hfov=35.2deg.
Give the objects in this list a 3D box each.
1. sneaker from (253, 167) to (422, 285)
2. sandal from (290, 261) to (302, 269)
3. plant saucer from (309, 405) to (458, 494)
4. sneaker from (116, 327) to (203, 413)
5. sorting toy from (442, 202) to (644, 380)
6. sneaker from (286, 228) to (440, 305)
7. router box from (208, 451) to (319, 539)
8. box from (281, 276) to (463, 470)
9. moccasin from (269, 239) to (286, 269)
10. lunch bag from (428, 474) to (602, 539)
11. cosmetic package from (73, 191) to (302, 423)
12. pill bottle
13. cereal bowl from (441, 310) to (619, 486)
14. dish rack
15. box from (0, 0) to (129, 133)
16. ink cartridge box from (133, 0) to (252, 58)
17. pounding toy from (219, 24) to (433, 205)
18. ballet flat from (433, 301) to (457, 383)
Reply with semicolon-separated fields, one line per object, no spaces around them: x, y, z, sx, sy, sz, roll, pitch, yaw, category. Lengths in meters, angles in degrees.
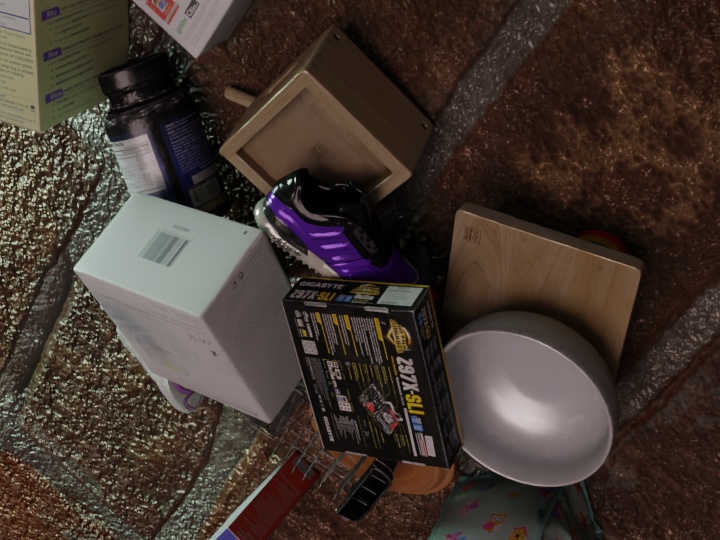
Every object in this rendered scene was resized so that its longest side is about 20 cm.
-0.007;-0.038;1.178;0.198;0.070;0.100;30;131;-14;sneaker
-0.052;0.094;1.388;0.077;0.070;0.215;-6;111;31;sandal
0.025;0.209;1.390;0.198;0.032;0.202;20;142;16;plant saucer
-0.271;0.098;1.522;0.099;0.075;0.202;-14;103;47;sneaker
0.194;0.030;1.212;0.196;0.070;0.202;20;130;19;sorting toy
0.000;0.000;1.304;0.198;0.071;0.100;1;85;27;sneaker
-0.161;0.353;1.510;0.049;0.179;0.200;44;127;2;router box
0.014;0.108;1.188;0.158;0.049;0.202;2;122;29;box
-0.172;-0.013;1.405;0.199;0.077;0.075;-6;96;35;moccasin
0.167;0.325;1.304;0.168;0.200;0.123;-13;107;32;lunch bag
-0.176;0.042;1.261;0.197;0.124;0.201;17;150;34;cosmetic package
-0.236;-0.148;1.343;0.110;0.112;0.203;-8;109;31;pill bottle
0.178;0.122;1.182;0.197;0.083;0.202;17;130;21;cereal bowl
-0.055;0.211;1.379;0.198;0.055;0.154;33;142;1;dish rack
-0.353;-0.287;1.296;0.095;0.176;0.203;17;122;19;box
-0.177;-0.367;1.213;0.175;0.084;0.200;42;126;-1;ink cartridge box
-0.054;-0.154;1.244;0.184;0.143;0.199;43;130;-15;pounding toy
0.066;0.122;1.264;0.067;0.068;0.202;19;122;-8;ballet flat
